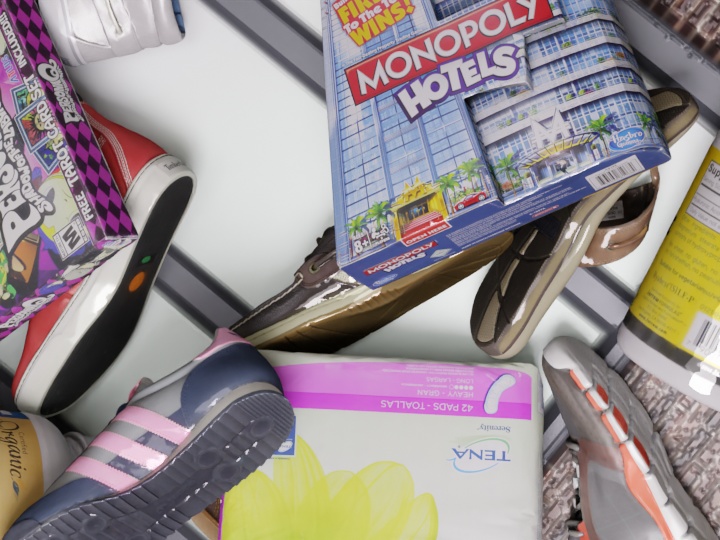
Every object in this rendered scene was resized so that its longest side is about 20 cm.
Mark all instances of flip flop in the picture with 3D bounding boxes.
[{"bbox_3d":[0.142,-0.026,1.150,0.057,0.081,0.201,30,100,-21],"label":"flip flop"}]

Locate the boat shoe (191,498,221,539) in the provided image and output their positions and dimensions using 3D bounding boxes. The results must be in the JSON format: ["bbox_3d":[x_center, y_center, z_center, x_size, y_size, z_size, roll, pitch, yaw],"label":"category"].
[{"bbox_3d":[-0.037,0.178,1.205,0.200,0.070,0.070,46,107,3],"label":"boat shoe"}]

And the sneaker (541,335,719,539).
[{"bbox_3d":[0.153,0.139,1.164,0.081,0.077,0.201,-30,90,19],"label":"sneaker"}]

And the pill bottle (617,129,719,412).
[{"bbox_3d":[0.241,-0.021,1.107,0.111,0.111,0.201,27,101,7],"label":"pill bottle"}]

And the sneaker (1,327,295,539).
[{"bbox_3d":[-0.133,0.112,1.118,0.199,0.070,0.082,-33,45,3],"label":"sneaker"}]

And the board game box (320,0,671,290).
[{"bbox_3d":[0.056,-0.121,1.119,0.199,0.062,0.201,-24,69,14],"label":"board game box"}]

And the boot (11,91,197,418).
[{"bbox_3d":[-0.206,-0.017,1.224,0.144,0.072,0.201,34,107,18],"label":"boot"}]

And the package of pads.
[{"bbox_3d":[0.013,0.134,1.150,0.198,0.068,0.156,2,73,0],"label":"package of pads"}]

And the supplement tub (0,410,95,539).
[{"bbox_3d":[-0.262,0.156,1.172,0.198,0.144,0.146,8,100,-28],"label":"supplement tub"}]

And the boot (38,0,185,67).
[{"bbox_3d":[-0.163,-0.235,1.189,0.095,0.074,0.202,-8,103,6],"label":"boot"}]

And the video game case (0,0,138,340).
[{"bbox_3d":[-0.244,-0.064,1.187,0.181,0.036,0.201,-33,75,32],"label":"video game case"}]

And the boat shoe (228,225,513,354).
[{"bbox_3d":[0.000,0.000,1.184,0.199,0.073,0.065,-26,71,14],"label":"boat shoe"}]
